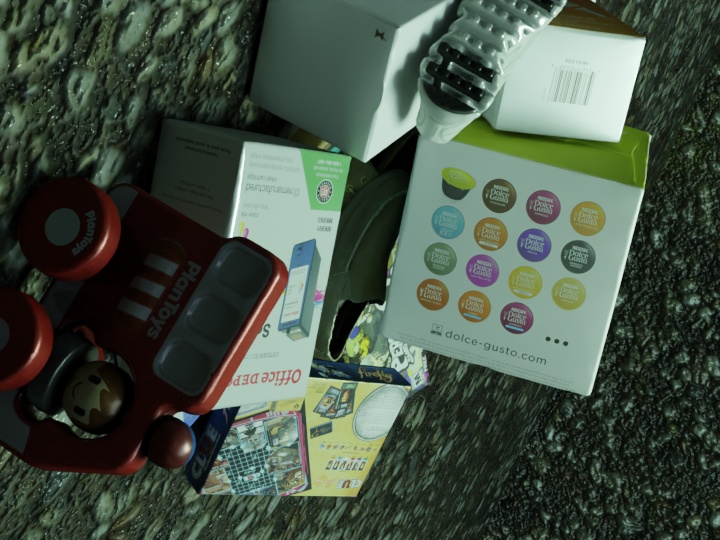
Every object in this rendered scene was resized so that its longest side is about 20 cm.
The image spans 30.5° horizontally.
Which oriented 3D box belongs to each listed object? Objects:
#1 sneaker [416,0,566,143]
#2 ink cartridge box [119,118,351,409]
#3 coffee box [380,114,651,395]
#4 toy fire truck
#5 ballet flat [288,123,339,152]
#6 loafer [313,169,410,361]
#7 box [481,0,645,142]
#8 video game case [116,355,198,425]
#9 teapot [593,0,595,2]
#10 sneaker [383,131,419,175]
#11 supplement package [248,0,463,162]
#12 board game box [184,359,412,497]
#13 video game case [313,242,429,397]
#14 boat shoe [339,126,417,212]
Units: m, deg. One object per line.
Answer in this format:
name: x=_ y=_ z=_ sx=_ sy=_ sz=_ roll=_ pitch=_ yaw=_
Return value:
sneaker: x=0.102 y=-0.184 z=1.057 sx=0.201 sy=0.075 sz=0.081 roll=-52 pitch=172 yaw=-23
ink cartridge box: x=-0.094 y=-0.003 z=1.014 sx=0.145 sy=0.087 sz=0.203 roll=2 pitch=103 yaw=-57
coffee box: x=0.148 y=-0.038 z=1.221 sx=0.200 sy=0.197 sz=0.200 roll=-54 pitch=157 yaw=-66
toy fire truck: x=-0.160 y=0.045 z=0.877 sx=0.201 sy=0.167 sz=0.112 roll=-59 pitch=161 yaw=-7
ballet flat: x=-0.027 y=-0.131 z=1.162 sx=0.069 sy=0.063 sz=0.200 roll=-44 pitch=178 yaw=33
loafer: x=0.000 y=0.000 z=1.236 sx=0.201 sy=0.067 sz=0.076 roll=-59 pitch=155 yaw=12
box: x=0.158 y=-0.202 z=1.213 sx=0.200 sy=0.123 sz=0.099 roll=-118 pitch=-145 yaw=-61
video game case: x=-0.130 y=0.035 z=1.142 sx=0.200 sy=0.045 sz=0.182 roll=-50 pitch=160 yaw=-33
teapot: x=0.180 y=-0.281 z=1.374 sx=0.198 sy=0.145 sz=0.201 roll=-48 pitch=158 yaw=-35
sneaker: x=0.069 y=-0.105 z=1.437 sx=0.200 sy=0.074 sz=0.089 roll=-47 pitch=155 yaw=-38
supplement package: x=0.017 y=-0.198 z=1.088 sx=0.200 sy=0.119 sz=0.122 roll=-40 pitch=153 yaw=-50
board game box: x=-0.057 y=0.150 z=1.255 sx=0.198 sy=0.035 sz=0.137 roll=10 pitch=113 yaw=-43
video game case: x=0.001 y=0.055 z=1.378 sx=0.181 sy=0.035 sz=0.203 roll=-25 pitch=113 yaw=-50
boat shoe: x=-0.007 y=-0.095 z=1.254 sx=0.201 sy=0.066 sz=0.074 roll=-58 pitch=161 yaw=-13
